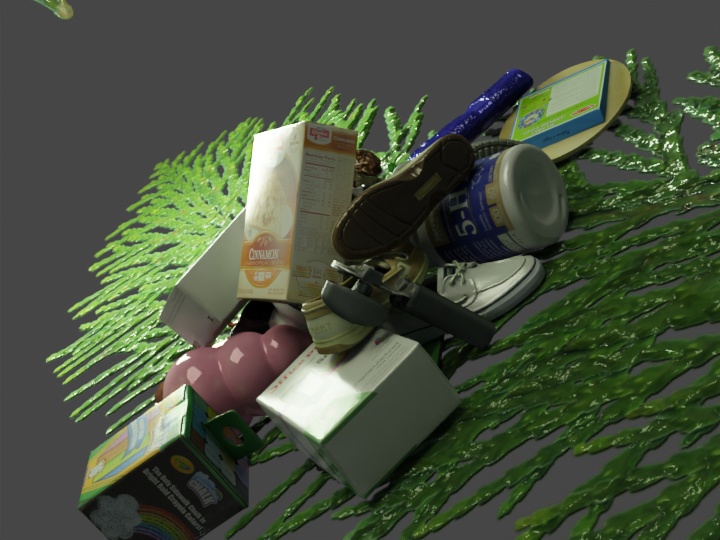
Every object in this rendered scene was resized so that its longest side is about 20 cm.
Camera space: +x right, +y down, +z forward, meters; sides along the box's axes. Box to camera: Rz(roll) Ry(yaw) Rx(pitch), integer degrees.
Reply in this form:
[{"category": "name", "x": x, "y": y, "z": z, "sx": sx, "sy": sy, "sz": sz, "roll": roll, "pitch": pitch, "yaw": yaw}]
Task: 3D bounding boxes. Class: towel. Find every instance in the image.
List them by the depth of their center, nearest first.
[{"category": "towel", "x": 0.152, "y": -0.210, "z": 1.652, "sx": 0.200, "sy": 0.050, "sz": 0.148, "roll": -42, "pitch": -1, "yaw": -9}]

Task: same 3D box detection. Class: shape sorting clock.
[{"category": "shape sorting clock", "x": 0.272, "y": -0.208, "z": 1.525, "sx": 0.199, "sy": 0.039, "sz": 0.201, "roll": -30, "pitch": 27, "yaw": 17}]

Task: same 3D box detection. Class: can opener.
[{"category": "can opener", "x": 0.047, "y": 0.045, "z": 1.203, "sx": 0.067, "sy": 0.199, "sz": 0.053, "roll": -64, "pitch": 24, "yaw": -1}]

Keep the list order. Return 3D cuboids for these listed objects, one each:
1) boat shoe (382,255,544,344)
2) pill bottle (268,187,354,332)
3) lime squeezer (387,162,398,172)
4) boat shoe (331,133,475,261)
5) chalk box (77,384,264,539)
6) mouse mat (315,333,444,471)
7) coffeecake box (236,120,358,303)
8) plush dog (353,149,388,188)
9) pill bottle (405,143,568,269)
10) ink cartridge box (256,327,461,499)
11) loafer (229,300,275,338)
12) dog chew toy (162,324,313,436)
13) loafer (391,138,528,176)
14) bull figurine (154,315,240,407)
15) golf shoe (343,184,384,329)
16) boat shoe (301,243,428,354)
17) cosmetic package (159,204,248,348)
[{"category": "boat shoe", "x": 0.107, "y": 0.025, "z": 1.286, "sx": 0.199, "sy": 0.067, "sz": 0.074, "roll": -28, "pitch": 24, "yaw": 16}, {"category": "pill bottle", "x": -0.048, "y": -0.005, "z": 1.464, "sx": 0.113, "sy": 0.111, "sz": 0.201, "roll": -100, "pitch": 32, "yaw": -66}, {"category": "lime squeezer", "x": 0.115, "y": -0.117, "z": 1.558, "sx": 0.199, "sy": 0.071, "sz": 0.038, "roll": -11, "pitch": -25, "yaw": -43}, {"category": "boat shoe", "x": 0.044, "y": -0.076, "z": 1.297, "sx": 0.199, "sy": 0.072, "sz": 0.076, "roll": -36, "pitch": 8, "yaw": -17}, {"category": "chalk box", "x": -0.207, "y": 0.229, "z": 1.327, "sx": 0.199, "sy": 0.125, "sz": 0.124, "roll": -34, "pitch": 22, "yaw": 8}, {"category": "mouse mat", "x": 0.026, "y": 0.134, "z": 1.294, "sx": 0.160, "sy": 0.008, "sz": 0.201, "roll": -29, "pitch": 23, "yaw": 25}, {"category": "coffeecake box", "x": -0.076, "y": -0.063, "z": 1.339, "sx": 0.153, "sy": 0.072, "sz": 0.202, "roll": -1, "pitch": 82, "yaw": 63}, {"category": "plush dog", "x": -0.001, "y": -0.097, "z": 1.565, "sx": 0.199, "sy": 0.172, "sz": 0.161, "roll": -21, "pitch": 27, "yaw": 40}, {"category": "pill bottle", "x": 0.134, "y": -0.065, "z": 1.356, "sx": 0.199, "sy": 0.120, "sz": 0.120, "roll": -19, "pitch": 29, "yaw": 42}, {"category": "ink cartridge box", "x": -0.007, "y": 0.137, "z": 1.215, "sx": 0.145, "sy": 0.088, "sz": 0.200, "roll": -43, "pitch": 20, "yaw": -12}, {"category": "loafer", "x": -0.106, "y": 0.041, "z": 1.563, "sx": 0.200, "sy": 0.071, "sz": 0.063, "roll": -47, "pitch": -21, "yaw": -44}, {"category": "dog chew toy", "x": -0.145, "y": 0.134, "z": 1.428, "sx": 0.199, "sy": 0.125, "sz": 0.125, "roll": -28, "pitch": 23, "yaw": 6}, {"category": "loafer", "x": 0.137, "y": -0.125, "z": 1.467, "sx": 0.198, "sy": 0.076, "sz": 0.070, "roll": -5, "pitch": 2, "yaw": 1}, {"category": "bull figurine", "x": -0.196, "y": 0.137, "z": 1.566, "sx": 0.200, "sy": 0.065, "sz": 0.121, "roll": -42, "pitch": 23, "yaw": -7}, {"category": "golf shoe", "x": 0.000, "y": 0.000, "z": 1.356, "sx": 0.072, "sy": 0.091, "sz": 0.203, "roll": 3, "pitch": 90, "yaw": 56}, {"category": "boat shoe", "x": 0.007, "y": 0.016, "z": 1.250, "sx": 0.073, "sy": 0.064, "sz": 0.200, "roll": -9, "pitch": 24, "yaw": 44}, {"category": "cosmetic package", "x": -0.166, "y": 0.000, "z": 1.499, "sx": 0.200, "sy": 0.081, "sz": 0.113, "roll": -50, "pitch": -1, "yaw": -35}]
